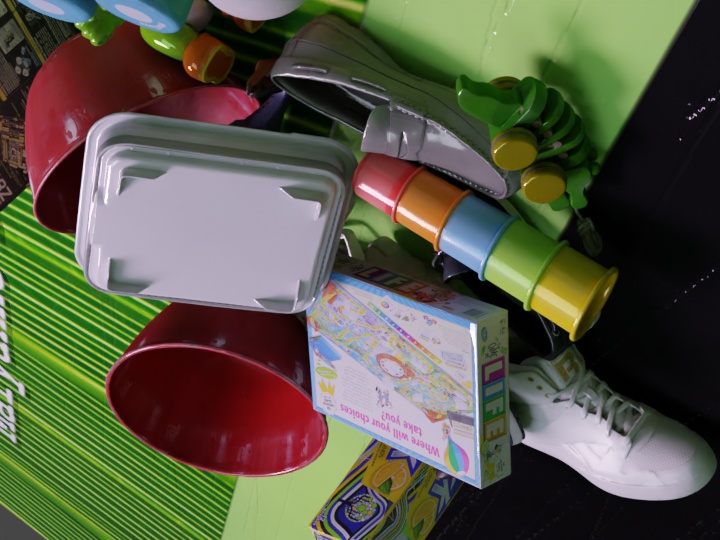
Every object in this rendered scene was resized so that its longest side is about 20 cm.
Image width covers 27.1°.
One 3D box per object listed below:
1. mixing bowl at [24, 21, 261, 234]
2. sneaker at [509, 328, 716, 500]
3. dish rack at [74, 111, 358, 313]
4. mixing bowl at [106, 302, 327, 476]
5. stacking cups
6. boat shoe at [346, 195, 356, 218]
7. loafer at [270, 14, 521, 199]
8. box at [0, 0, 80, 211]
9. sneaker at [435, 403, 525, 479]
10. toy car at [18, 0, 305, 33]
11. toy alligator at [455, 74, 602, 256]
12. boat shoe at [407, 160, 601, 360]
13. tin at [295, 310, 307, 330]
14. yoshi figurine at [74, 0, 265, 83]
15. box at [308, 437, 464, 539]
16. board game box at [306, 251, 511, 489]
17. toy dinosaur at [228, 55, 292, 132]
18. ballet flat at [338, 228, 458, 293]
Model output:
[{"bbox_3d":[-0.192,-0.129,1.197,0.109,0.199,0.200,60,155,16],"label":"mixing bowl"},{"bbox_3d":[0.179,0.107,1.179,0.199,0.074,0.116,16,147,39],"label":"sneaker"},{"bbox_3d":[-0.110,-0.031,1.108,0.199,0.044,0.172,7,134,-10],"label":"dish rack"},{"bbox_3d":[-0.117,0.086,1.335,0.199,0.109,0.201,8,141,7],"label":"mixing bowl"},{"bbox_3d":[0.087,-0.029,1.067,0.200,0.061,0.061,34,151,18],"label":"stacking cups"},{"bbox_3d":[-0.076,-0.054,1.261,0.060,0.074,0.200,47,159,-23],"label":"boat shoe"},{"bbox_3d":[0.026,-0.106,1.059,0.200,0.070,0.070,33,153,16],"label":"loafer"},{"bbox_3d":[-0.311,-0.175,1.271,0.049,0.161,0.200,14,143,39],"label":"box"},{"bbox_3d":[0.047,0.098,1.253,0.200,0.087,0.076,44,164,50],"label":"sneaker"},{"bbox_3d":[-0.098,-0.226,0.989,0.176,0.185,0.200,13,170,40],"label":"toy car"},{"bbox_3d":[0.134,-0.077,1.000,0.054,0.060,0.200,-26,136,24],"label":"toy alligator"},{"bbox_3d":[0.091,-0.009,1.126,0.199,0.066,0.074,45,152,-9],"label":"boat shoe"},{"bbox_3d":[-0.107,0.010,1.399,0.199,0.042,0.112,30,147,10],"label":"tin"},{"bbox_3d":[-0.170,-0.228,1.099,0.200,0.112,0.112,35,135,13],"label":"yoshi figurine"},{"bbox_3d":[0.044,0.176,1.302,0.064,0.200,0.070,14,143,37],"label":"box"},{"bbox_3d":[0.033,0.072,1.162,0.200,0.034,0.135,20,120,46],"label":"board game box"},{"bbox_3d":[-0.105,-0.092,1.178,0.105,0.182,0.200,8,-164,-44],"label":"toy dinosaur"},{"bbox_3d":[0.000,0.000,1.253,0.199,0.072,0.072,11,140,41],"label":"ballet flat"}]
